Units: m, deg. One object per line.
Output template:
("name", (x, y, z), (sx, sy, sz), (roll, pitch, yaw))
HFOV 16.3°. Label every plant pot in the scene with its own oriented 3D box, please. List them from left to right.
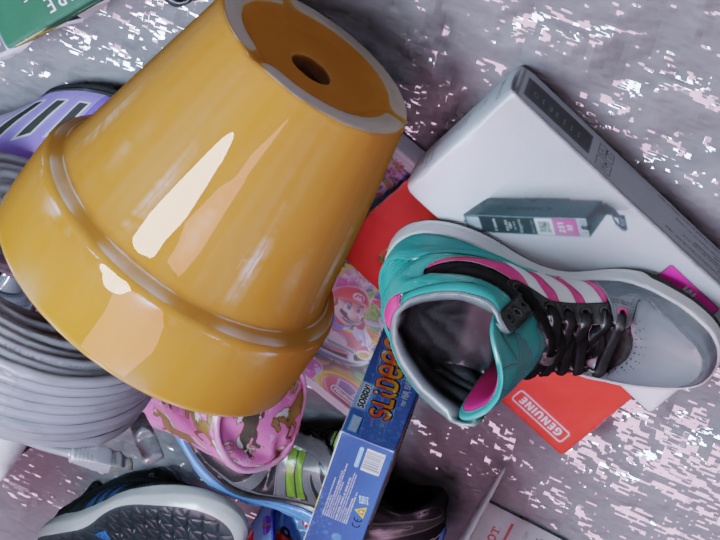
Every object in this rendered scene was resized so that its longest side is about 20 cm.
("plant pot", (-0.074, -0.051, 1.418), (0.200, 0.200, 0.183), (36, 115, -5))

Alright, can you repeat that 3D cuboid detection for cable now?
("cable", (-0.201, 0.015, 1.458), (0.199, 0.200, 0.069), (15, 129, -29))

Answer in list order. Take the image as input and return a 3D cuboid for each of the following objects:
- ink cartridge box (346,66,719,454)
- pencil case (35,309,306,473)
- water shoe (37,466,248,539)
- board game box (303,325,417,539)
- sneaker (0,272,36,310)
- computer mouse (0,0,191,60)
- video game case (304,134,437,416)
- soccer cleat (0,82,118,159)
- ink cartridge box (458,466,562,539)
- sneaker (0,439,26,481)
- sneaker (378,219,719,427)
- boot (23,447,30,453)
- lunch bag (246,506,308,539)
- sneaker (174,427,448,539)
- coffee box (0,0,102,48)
("ink cartridge box", (0.104, 0.007, 1.457), (0.200, 0.044, 0.174), (42, 119, -10))
("pencil case", (-0.122, 0.061, 1.564), (0.199, 0.086, 0.083), (21, 107, 39))
("water shoe", (-0.141, 0.159, 1.686), (0.199, 0.079, 0.072), (-14, 121, 44))
("board game box", (-0.004, 0.132, 1.495), (0.034, 0.136, 0.201), (21, 127, 3))
("sneaker", (-0.289, 0.017, 1.659), (0.199, 0.075, 0.115), (9, 129, 12))
("computer mouse", (-0.172, -0.182, 1.457), (0.199, 0.044, 0.110), (-19, 101, 38))
("video game case", (0.000, 0.000, 1.540), (0.143, 0.018, 0.200), (39, 132, -7))
("soccer cleat", (-0.217, -0.066, 1.554), (0.199, 0.073, 0.068), (-6, 122, 29))
("ink cartridge box", (0.071, 0.235, 1.626), (0.067, 0.117, 0.200), (26, 134, 5))
("sneaker", (-0.251, 0.087, 1.562), (0.074, 0.087, 0.200), (29, 165, -20))
("sneaker", (0.099, 0.040, 1.381), (0.199, 0.121, 0.084), (15, 121, 6))
("boot", (-0.293, 0.151, 1.678), (0.073, 0.200, 0.182), (44, 132, -13))
("lunch bag", (-0.060, 0.269, 1.653), (0.094, 0.200, 0.151), (22, 134, -6))
("sneaker", (-0.031, 0.123, 1.628), (0.199, 0.071, 0.083), (28, 121, 1))
("coffee box", (-0.192, -0.236, 1.390), (0.123, 0.044, 0.201), (-25, 95, 38))
